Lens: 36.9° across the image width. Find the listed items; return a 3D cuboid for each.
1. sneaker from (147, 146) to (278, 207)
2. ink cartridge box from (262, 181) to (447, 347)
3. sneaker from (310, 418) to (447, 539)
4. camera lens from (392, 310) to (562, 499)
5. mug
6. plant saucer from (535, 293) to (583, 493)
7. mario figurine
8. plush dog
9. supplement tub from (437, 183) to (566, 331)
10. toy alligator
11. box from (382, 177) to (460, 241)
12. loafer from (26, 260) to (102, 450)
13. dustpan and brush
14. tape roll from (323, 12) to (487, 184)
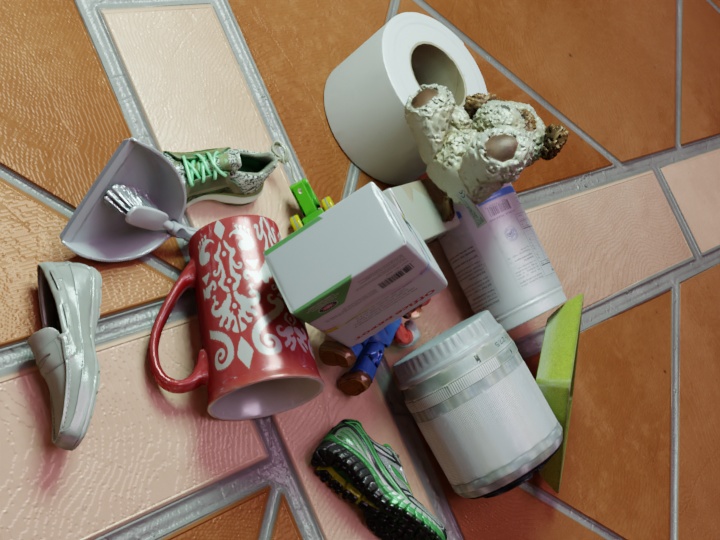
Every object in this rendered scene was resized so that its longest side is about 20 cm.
[{"bbox_3d":[-0.180,-0.122,1.283,0.198,0.088,0.078,-11,75,-44],"label":"sneaker"},{"bbox_3d":[0.000,0.000,1.208,0.085,0.144,0.200,61,8,21],"label":"ink cartridge box"},{"bbox_3d":[0.036,0.255,1.285,0.200,0.078,0.085,48,44,-11],"label":"sneaker"},{"bbox_3d":[0.150,0.174,1.371,0.159,0.159,0.202,-28,88,-46],"label":"camera lens"},{"bbox_3d":[-0.140,0.048,1.203,0.176,0.133,0.203,7,60,-41],"label":"mug"},{"bbox_3d":[0.268,0.164,1.488,0.201,0.047,0.202,-67,159,-52],"label":"plant saucer"},{"bbox_3d":[0.016,0.065,1.385,0.105,0.124,0.200,24,51,20],"label":"mario figurine"},{"bbox_3d":[0.171,-0.160,1.402,0.171,0.162,0.199,-31,47,-27],"label":"plush dog"},{"bbox_3d":[0.193,-0.019,1.534,0.131,0.131,0.202,-20,83,-45],"label":"supplement tub"},{"bbox_3d":[-0.061,-0.074,1.394,0.202,0.059,0.054,63,4,4],"label":"toy alligator"},{"bbox_3d":[0.052,-0.062,1.410,0.079,0.094,0.200,63,21,1],"label":"box"},{"bbox_3d":[-0.301,0.082,1.086,0.069,0.070,0.202,13,52,-31],"label":"loafer"},{"bbox_3d":[-0.228,-0.058,1.210,0.057,0.140,0.200,38,7,19],"label":"dustpan and brush"},{"bbox_3d":[0.066,-0.242,1.533,0.201,0.139,0.205,20,57,-33],"label":"tape roll"}]
